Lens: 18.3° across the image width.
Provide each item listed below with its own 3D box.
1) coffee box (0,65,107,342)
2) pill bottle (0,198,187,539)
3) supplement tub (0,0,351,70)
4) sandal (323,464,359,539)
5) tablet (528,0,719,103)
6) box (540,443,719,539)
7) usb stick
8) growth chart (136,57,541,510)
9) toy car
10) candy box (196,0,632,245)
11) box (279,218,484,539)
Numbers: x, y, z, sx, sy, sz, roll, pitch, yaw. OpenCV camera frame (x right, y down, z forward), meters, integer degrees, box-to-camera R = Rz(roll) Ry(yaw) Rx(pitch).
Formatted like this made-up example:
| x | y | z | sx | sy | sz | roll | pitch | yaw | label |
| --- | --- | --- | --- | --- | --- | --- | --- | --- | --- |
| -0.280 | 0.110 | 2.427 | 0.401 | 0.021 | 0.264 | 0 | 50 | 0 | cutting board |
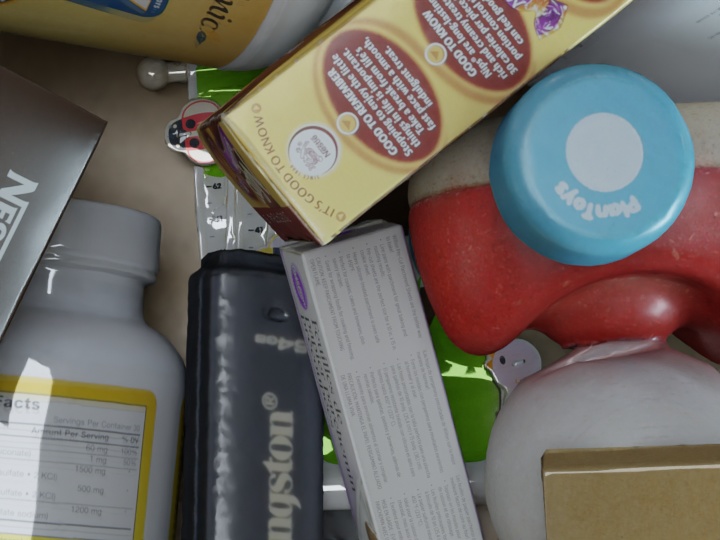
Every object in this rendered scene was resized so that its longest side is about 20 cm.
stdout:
| x | y | z | sx | sy | sz | roll | pitch | yaw | label |
| --- | --- | --- | --- | --- | --- | --- | --- | --- | --- |
| -0.186 | -0.034 | 0.798 | 0.080 | 0.200 | 0.114 | 27 | 89 | -33 | coffee box |
| -0.123 | 0.077 | 0.826 | 0.112 | 0.112 | 0.200 | 4 | 83 | 5 | pill bottle |
| -0.083 | -0.151 | 0.808 | 0.200 | 0.145 | 0.145 | 7 | 83 | -22 | supplement tub |
| -0.036 | 0.163 | 0.838 | 0.075 | 0.045 | 0.200 | 31 | 81 | 9 | sandal |
| 0.163 | -0.090 | 0.771 | 0.130 | 0.200 | 0.014 | 15 | 63 | -30 | tablet |
| 0.161 | 0.130 | 0.705 | 0.200 | 0.021 | 0.164 | -3 | 105 | 6 | box |
| -0.039 | 0.092 | 0.811 | 0.055 | 0.033 | 0.200 | 6 | 74 | -22 | usb stick |
| 0.000 | 0.000 | 0.865 | 0.145 | 0.018 | 0.200 | -10 | 76 | -3 | growth chart |
| 0.108 | 0.045 | 0.764 | 0.177 | 0.184 | 0.200 | -2 | 83 | -10 | toy car |
| 0.041 | -0.089 | 0.736 | 0.200 | 0.117 | 0.056 | -40 | 97 | -6 | candy box |
| 0.018 | 0.082 | 0.813 | 0.041 | 0.039 | 0.200 | -18 | 98 | -12 | box |
